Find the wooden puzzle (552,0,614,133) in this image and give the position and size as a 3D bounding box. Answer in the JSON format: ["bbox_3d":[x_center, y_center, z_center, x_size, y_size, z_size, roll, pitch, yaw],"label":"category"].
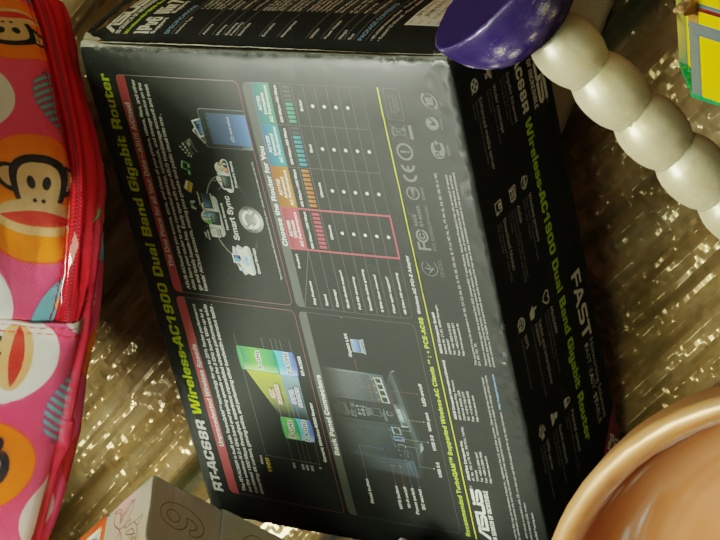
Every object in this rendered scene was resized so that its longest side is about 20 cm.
[{"bbox_3d":[0.003,-0.144,0.803,0.199,0.037,0.186,32,119,23],"label":"wooden puzzle"}]

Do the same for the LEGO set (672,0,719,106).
[{"bbox_3d":[0.178,-0.106,0.619,0.199,0.154,0.116,30,145,36],"label":"LEGO set"}]

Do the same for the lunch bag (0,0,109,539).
[{"bbox_3d":[-0.149,0.003,0.824,0.177,0.081,0.201,-111,32,-48],"label":"lunch bag"}]

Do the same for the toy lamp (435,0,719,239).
[{"bbox_3d":[0.112,-0.022,0.706,0.200,0.058,0.058,40,128,-18],"label":"toy lamp"}]

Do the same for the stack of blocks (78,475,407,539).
[{"bbox_3d":[-0.009,0.148,0.808,0.199,0.059,0.115,30,129,-23],"label":"stack of blocks"}]

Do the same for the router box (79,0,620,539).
[{"bbox_3d":[0.000,0.000,0.800,0.149,0.062,0.201,6,122,32],"label":"router box"}]

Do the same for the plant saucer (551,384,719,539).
[{"bbox_3d":[0.151,0.110,0.669,0.199,0.037,0.201,12,124,19],"label":"plant saucer"}]
